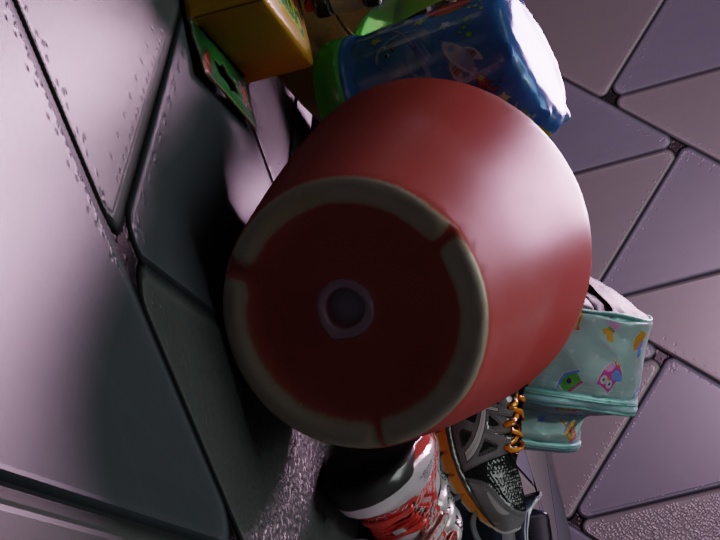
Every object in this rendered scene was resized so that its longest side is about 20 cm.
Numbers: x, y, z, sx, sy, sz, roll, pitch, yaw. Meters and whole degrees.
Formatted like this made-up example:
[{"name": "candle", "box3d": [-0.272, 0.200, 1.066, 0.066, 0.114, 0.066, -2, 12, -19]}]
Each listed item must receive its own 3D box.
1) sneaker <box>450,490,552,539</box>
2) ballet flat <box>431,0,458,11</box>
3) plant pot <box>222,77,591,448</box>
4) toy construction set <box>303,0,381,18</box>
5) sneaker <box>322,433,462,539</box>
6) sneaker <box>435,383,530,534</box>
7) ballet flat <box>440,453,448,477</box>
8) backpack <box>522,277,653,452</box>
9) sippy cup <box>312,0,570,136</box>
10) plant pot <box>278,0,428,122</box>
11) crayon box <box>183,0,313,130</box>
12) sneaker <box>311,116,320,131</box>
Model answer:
[{"name": "sneaker", "box3d": [0.092, 0.184, 1.289, 0.200, 0.108, 0.071, -85, 159, -66]}, {"name": "ballet flat", "box3d": [0.080, -0.191, 1.234, 0.201, 0.072, 0.072, -90, 164, -47]}, {"name": "plant pot", "box3d": [0.018, 0.003, 0.924, 0.177, 0.199, 0.202, -36, 112, -70]}, {"name": "toy construction set", "box3d": [-0.016, -0.240, 1.058, 0.200, 0.092, 0.132, 34, 44, -62]}, {"name": "sneaker", "box3d": [0.028, 0.150, 1.074, 0.201, 0.067, 0.109, -68, 140, -80]}, {"name": "sneaker", "box3d": [0.087, 0.085, 1.185, 0.078, 0.077, 0.201, -8, 82, -75]}, {"name": "ballet flat", "box3d": [0.036, 0.070, 1.263, 0.070, 0.069, 0.201, 58, 21, -64]}, {"name": "backpack", "box3d": [0.128, 0.063, 1.337, 0.200, 0.175, 0.155, 7, -93, 57]}, {"name": "sippy cup", "box3d": [0.058, -0.111, 1.084, 0.179, 0.130, 0.140, 66, 23, 1]}, {"name": "plant pot", "box3d": [-0.005, -0.178, 1.209, 0.199, 0.027, 0.201, 30, 44, -34]}, {"name": "crayon box", "box3d": [-0.078, -0.200, 1.032, 0.127, 0.050, 0.201, 43, 34, -75]}, {"name": "sneaker", "box3d": [0.005, -0.069, 1.324, 0.200, 0.069, 0.100, 48, 36, -64]}]
